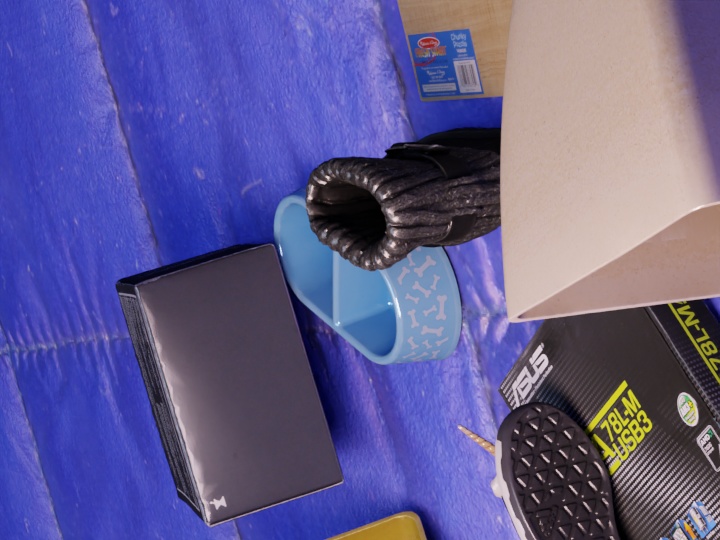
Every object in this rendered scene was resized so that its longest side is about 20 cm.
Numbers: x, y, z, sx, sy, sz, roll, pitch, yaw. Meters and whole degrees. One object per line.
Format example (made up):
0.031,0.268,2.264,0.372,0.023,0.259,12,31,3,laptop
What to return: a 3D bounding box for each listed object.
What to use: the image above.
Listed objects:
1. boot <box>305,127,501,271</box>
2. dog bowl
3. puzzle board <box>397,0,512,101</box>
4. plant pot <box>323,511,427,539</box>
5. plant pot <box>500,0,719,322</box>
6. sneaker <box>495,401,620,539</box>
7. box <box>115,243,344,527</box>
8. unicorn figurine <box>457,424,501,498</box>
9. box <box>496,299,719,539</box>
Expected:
0.028,-0.046,1.427,0.211,0.158,0.080,-17,91,62,boot
0.000,0.000,1.619,0.200,0.050,0.112,38,137,46,dog bowl
0.079,-0.189,1.406,0.200,0.017,0.151,3,110,61,puzzle board
-0.008,0.340,1.650,0.200,0.200,0.177,-110,1,-55,plant pot
0.184,-0.093,1.107,0.200,0.200,0.177,-36,63,61,plant pot
0.128,0.184,1.380,0.083,0.072,0.200,-28,83,65,sneaker
-0.108,0.088,1.739,0.198,0.123,0.200,-174,67,-80,box
0.129,0.210,1.474,0.200,0.074,0.137,61,155,25,unicorn figurine
0.180,0.100,1.357,0.193,0.047,0.200,58,149,19,box
